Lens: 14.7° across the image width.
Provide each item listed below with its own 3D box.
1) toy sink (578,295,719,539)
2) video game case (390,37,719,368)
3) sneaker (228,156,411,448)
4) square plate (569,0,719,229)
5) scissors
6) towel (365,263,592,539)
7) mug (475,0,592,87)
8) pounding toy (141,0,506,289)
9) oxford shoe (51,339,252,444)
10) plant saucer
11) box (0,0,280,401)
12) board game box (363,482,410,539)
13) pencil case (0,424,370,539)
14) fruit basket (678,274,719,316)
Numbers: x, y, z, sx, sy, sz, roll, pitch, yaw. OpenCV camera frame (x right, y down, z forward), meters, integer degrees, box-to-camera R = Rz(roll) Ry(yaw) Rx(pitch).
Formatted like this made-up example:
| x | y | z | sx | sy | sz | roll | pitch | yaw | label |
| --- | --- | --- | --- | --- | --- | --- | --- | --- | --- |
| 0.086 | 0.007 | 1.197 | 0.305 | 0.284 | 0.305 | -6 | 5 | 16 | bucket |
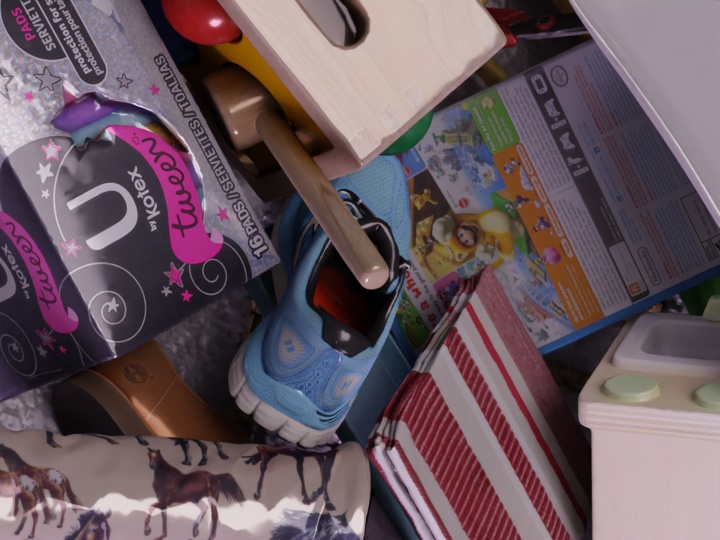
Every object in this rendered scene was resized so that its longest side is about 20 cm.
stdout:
| x | y | z | sx | sy | sz | roll | pitch | yaw | label |
| --- | --- | --- | --- | --- | --- | --- | --- | --- | --- |
| 0.182 | 0.089 | 1.467 | 0.130 | 0.112 | 0.200 | -50 | 141 | -62 | toy sink |
| 0.096 | -0.032 | 1.504 | 0.200 | 0.018 | 0.143 | -25 | 94 | 7 | video game case |
| 0.000 | 0.000 | 1.416 | 0.078 | 0.090 | 0.200 | 30 | 40 | -14 | sneaker |
| 0.215 | -0.104 | 1.444 | 0.198 | 0.028 | 0.200 | -31 | 85 | -33 | square plate |
| 0.086 | -0.125 | 1.500 | 0.073 | 0.200 | 0.014 | -52 | 137 | -34 | scissors |
| 0.066 | 0.100 | 1.421 | 0.144 | 0.023 | 0.200 | 60 | 27 | -15 | towel |
| 0.148 | -0.186 | 1.573 | 0.153 | 0.149 | 0.187 | 43 | 49 | -4 | mug |
| -0.034 | -0.103 | 1.360 | 0.142 | 0.184 | 0.200 | -41 | 99 | -18 | pounding toy |
| -0.069 | 0.120 | 1.412 | 0.071 | 0.071 | 0.200 | -38 | 99 | -36 | oxford shoe |
| 0.000 | 0.059 | 1.450 | 0.070 | 0.019 | 0.200 | -10 | 61 | -48 | plant saucer |
| -0.155 | -0.055 | 1.358 | 0.115 | 0.132 | 0.200 | -32 | 97 | -35 | box |
| 0.072 | 0.174 | 1.463 | 0.200 | 0.035 | 0.136 | 39 | 29 | -15 | board game box |
| -0.092 | 0.113 | 1.322 | 0.200 | 0.089 | 0.078 | 5 | 115 | -15 | pencil case |
| 0.258 | -0.057 | 1.561 | 0.216 | 0.156 | 0.216 | 0 | 83 | 3 | fruit basket |
